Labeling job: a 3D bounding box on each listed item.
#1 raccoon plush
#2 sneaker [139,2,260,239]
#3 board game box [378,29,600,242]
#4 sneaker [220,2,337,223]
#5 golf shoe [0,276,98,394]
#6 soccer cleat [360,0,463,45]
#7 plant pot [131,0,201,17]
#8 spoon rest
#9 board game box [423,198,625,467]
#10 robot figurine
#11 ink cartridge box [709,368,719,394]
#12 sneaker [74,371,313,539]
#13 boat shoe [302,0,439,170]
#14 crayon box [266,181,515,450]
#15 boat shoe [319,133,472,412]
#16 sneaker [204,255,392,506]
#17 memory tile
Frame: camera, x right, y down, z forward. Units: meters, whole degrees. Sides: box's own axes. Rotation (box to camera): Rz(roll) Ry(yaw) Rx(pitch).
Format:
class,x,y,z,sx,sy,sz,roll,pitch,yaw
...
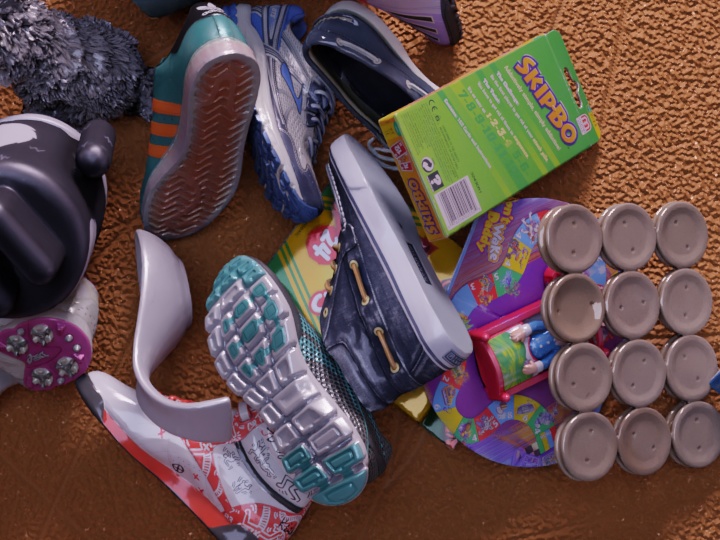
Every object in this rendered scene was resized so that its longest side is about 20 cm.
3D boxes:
class,x,y,z,sx,sy,sz,roll,pitch,yaw
raccoon plush,-0.208,-0.172,1.201,0.197,0.134,0.098,-2,78,9
sneaker,-0.127,-0.113,1.189,0.071,0.201,0.080,2,46,-26
board game box,0.102,-0.105,1.164,0.199,0.030,0.096,-31,101,-37
sneaker,-0.050,-0.132,1.204,0.084,0.077,0.202,-13,64,-10
golf shoe,-0.288,0.055,1.216,0.197,0.076,0.092,-11,36,19
soccer cleat,0.023,-0.222,1.170,0.072,0.200,0.069,-22,66,13
plant pot,-0.110,-0.305,1.201,0.194,0.200,0.202,-26,79,9
spoon rest,-0.147,0.049,1.152,0.060,0.100,0.201,-10,40,-16
board game box,0.136,0.047,1.154,0.157,0.039,0.202,25,83,-20
robot figurine,-0.256,-0.043,1.158,0.148,0.200,0.126,1,113,-2
ink cartridge box,0.372,0.100,1.138,0.200,0.068,0.116,41,75,10
sneaker,-0.115,0.120,1.187,0.201,0.067,0.108,43,85,6
boat shoe,0.036,-0.117,1.181,0.200,0.075,0.062,48,44,-14
crayon box,0.030,0.027,1.197,0.199,0.051,0.127,37,85,9
boat shoe,0.000,0.000,1.140,0.090,0.071,0.202,-33,64,18
sneaker,-0.044,0.080,1.149,0.077,0.091,0.202,-35,74,23
memory tile,0.200,0.050,1.150,0.151,0.017,0.203,-4,90,-27
